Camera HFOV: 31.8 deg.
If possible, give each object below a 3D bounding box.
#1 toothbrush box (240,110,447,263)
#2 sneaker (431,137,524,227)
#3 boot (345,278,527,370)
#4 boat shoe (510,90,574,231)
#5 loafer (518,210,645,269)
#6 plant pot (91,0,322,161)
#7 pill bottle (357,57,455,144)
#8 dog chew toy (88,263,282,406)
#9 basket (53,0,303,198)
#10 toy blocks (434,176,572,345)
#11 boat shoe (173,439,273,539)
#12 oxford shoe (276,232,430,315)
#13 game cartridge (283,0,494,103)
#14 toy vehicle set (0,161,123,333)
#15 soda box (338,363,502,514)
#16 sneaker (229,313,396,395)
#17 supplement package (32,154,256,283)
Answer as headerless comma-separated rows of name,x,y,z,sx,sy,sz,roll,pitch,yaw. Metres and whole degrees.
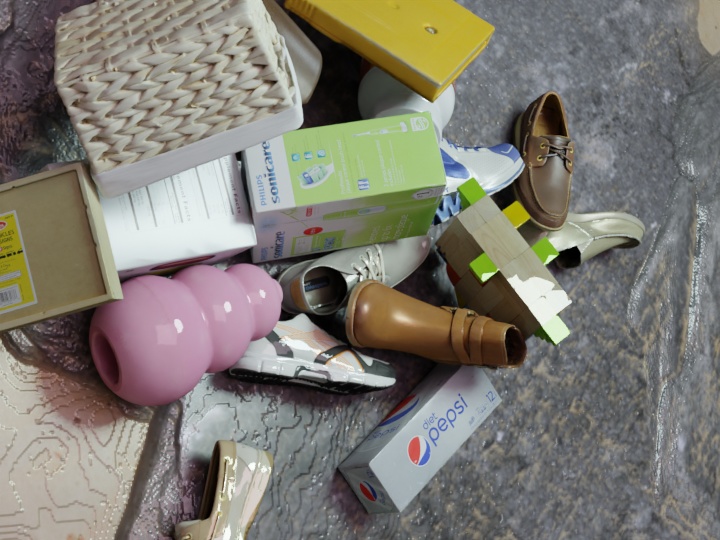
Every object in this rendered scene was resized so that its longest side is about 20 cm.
toothbrush box,-0.022,-0.085,1.316,0.197,0.146,0.087,-8,72,-9
sneaker,0.103,-0.129,1.504,0.198,0.080,0.116,-31,98,-34
boot,0.082,0.068,1.353,0.200,0.153,0.078,34,70,-58
boat shoe,0.229,-0.139,1.565,0.071,0.068,0.202,12,51,-13
loafer,0.277,-0.037,1.610,0.197,0.076,0.069,1,79,-25
plant pot,-0.156,-0.229,1.290,0.198,0.199,0.202,39,59,-29
pill bottle,0.054,-0.220,1.440,0.111,0.112,0.202,30,43,-25
dog chew toy,-0.163,0.052,1.242,0.198,0.124,0.126,-21,90,-33
basket,-0.166,-0.177,1.124,0.136,0.197,0.124,-105,173,-48
toy blocks,0.149,0.013,1.434,0.099,0.137,0.201,-34,81,-26
boat shoe,-0.150,0.262,1.242,0.069,0.074,0.202,26,63,-14
oxford shoe,0.000,0.000,1.392,0.198,0.058,0.076,-22,104,-26
game cartridge,0.031,-0.273,1.362,0.199,0.033,0.176,33,39,7
toy vehicle set,-0.321,-0.010,1.131,0.197,0.027,0.126,-15,86,9
soda box,0.068,0.181,1.412,0.200,0.063,0.069,-42,104,-34
sneaker,-0.044,0.087,1.353,0.198,0.073,0.081,14,69,-32
supplement package,-0.220,-0.050,1.238,0.198,0.113,0.111,-12,85,-35
